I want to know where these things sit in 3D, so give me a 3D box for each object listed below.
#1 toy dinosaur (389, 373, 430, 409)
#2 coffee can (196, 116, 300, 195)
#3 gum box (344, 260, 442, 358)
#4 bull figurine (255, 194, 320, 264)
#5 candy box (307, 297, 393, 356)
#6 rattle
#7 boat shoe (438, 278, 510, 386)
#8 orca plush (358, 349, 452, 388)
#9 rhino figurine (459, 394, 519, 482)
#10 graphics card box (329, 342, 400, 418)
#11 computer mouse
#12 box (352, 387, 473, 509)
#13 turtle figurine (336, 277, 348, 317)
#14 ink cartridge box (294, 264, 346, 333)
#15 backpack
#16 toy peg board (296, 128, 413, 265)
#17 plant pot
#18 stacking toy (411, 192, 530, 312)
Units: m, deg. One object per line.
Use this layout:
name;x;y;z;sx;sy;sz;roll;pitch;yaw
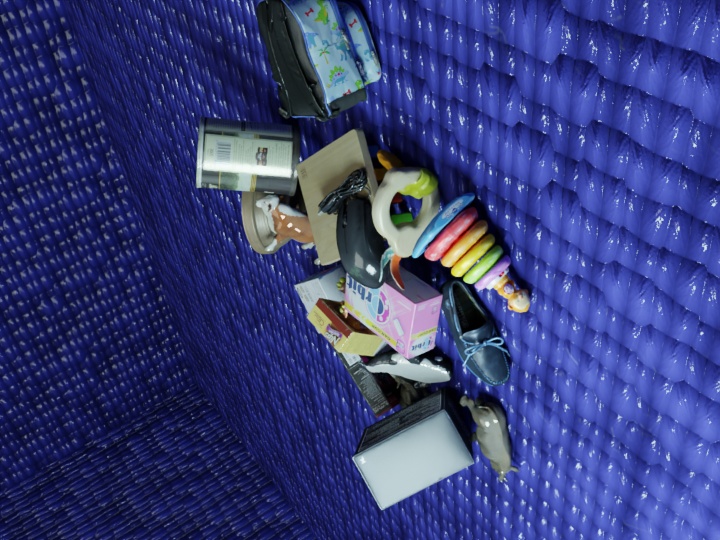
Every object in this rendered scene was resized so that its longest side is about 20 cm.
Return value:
toy dinosaur;0.115;0.281;1.707;0.102;0.077;0.200;54;163;47
coffee can;-0.230;-0.234;1.598;0.146;0.200;0.147;-176;90;-80
gum box;0.050;0.054;1.405;0.200;0.066;0.114;36;131;41
bull figurine;-0.136;-0.088;1.655;0.065;0.200;0.121;-90;24;-46
candy box;-0.003;0.121;1.612;0.117;0.200;0.056;44;106;34
rattle;0.044;-0.086;1.311;0.143;0.130;0.200;25;118;36
boat shoe;0.189;0.107;1.325;0.200;0.084;0.069;56;167;7
orca plush;0.100;0.182;1.583;0.200;0.071;0.105;-13;128;40
rhino figurine;0.251;0.325;1.474;0.087;0.060;0.200;26;140;58
graphics card box;0.019;0.226;1.767;0.200;0.051;0.125;57;-164;10
computer mouse;-0.015;-0.060;1.343;0.138;0.053;0.200;-34;72;49
box;0.106;0.342;1.521;0.123;0.200;0.198;61;-172;1
turtle figurine;0.000;0.000;1.580;0.161;0.064;0.200;168;115;-80
ink cartridge box;-0.078;0.070;1.835;0.137;0.076;0.200;64;155;-4
backpack;-0.072;-0.361;1.260;0.183;0.147;0.200;22;138;57
toy peg board;-0.006;-0.133;1.434;0.200;0.098;0.199;-21;82;51
plant pot;-0.183;-0.138;1.744;0.093;0.201;0.201;-1;124;18
stacking toy;0.187;-0.011;1.205;0.200;0.116;0.110;46;157;6
